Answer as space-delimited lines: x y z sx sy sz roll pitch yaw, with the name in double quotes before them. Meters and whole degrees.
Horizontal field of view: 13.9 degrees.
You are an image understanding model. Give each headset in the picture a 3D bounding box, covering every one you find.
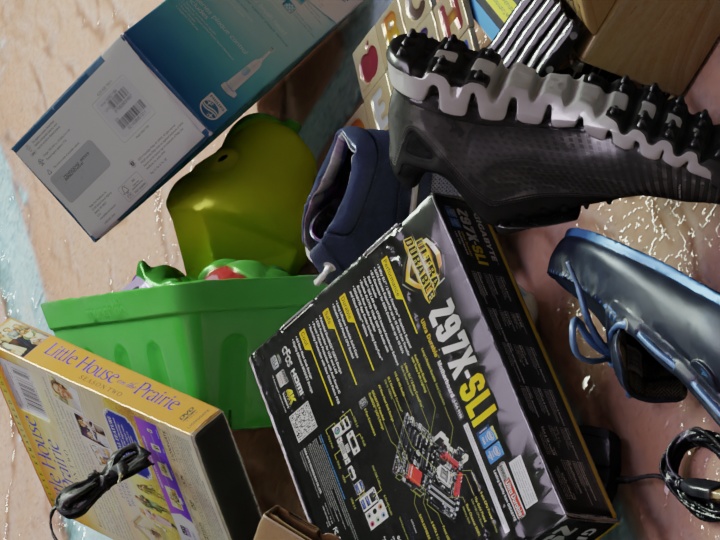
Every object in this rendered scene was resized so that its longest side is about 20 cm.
"headset" -0.117 0.205 1.751 0.094 0.201 0.123 -38 20 -22

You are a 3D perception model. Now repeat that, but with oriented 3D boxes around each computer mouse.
"computer mouse" 0.129 0.105 1.508 0.200 0.034 0.059 -7 67 57

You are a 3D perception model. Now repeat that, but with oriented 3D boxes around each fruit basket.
"fruit basket" -0.094 0.001 1.847 0.215 0.155 0.217 6 97 58

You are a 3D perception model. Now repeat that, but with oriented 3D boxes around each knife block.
"knife block" 0.158 -0.139 1.580 0.199 0.176 0.064 -22 39 -6

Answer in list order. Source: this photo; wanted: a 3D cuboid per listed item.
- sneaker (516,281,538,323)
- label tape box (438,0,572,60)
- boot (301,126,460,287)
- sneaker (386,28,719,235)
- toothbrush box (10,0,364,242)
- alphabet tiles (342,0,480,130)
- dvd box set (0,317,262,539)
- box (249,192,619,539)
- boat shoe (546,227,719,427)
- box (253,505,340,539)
"sneaker" 0.026 0.085 1.641 0.201 0.072 0.072 -62 -2 8
"label tape box" 0.113 -0.195 1.658 0.143 0.066 0.201 -123 40 -54
"boot" 0.000 0.000 1.692 0.073 0.090 0.201 58 137 48
"sneaker" 0.103 -0.056 1.523 0.067 0.199 0.091 -60 -16 -62
"toothbrush box" -0.106 -0.127 1.878 0.146 0.085 0.200 -39 3 45
"alphabet tiles" 0.036 -0.069 1.732 0.167 0.006 0.201 -50 45 51
"dvd box set" -0.138 0.117 1.805 0.199 0.147 0.029 20 49 42
"box" 0.034 0.087 1.556 0.160 0.049 0.201 -41 57 30
"boat shoe" 0.145 0.032 1.470 0.069 0.084 0.200 -62 28 2
"box" -0.010 0.244 1.541 0.163 0.021 0.201 29 116 16
